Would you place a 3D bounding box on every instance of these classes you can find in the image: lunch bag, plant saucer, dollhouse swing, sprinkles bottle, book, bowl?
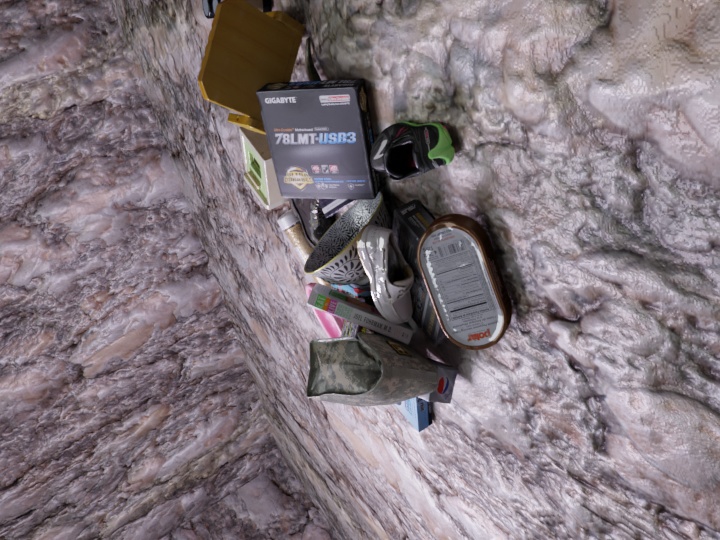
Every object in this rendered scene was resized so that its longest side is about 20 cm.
[{"bbox_3d":[0.024,0.178,1.097,0.196,0.161,0.122,-11,70,42],"label":"lunch bag"},{"bbox_3d":[-0.068,0.114,1.561,0.202,0.050,0.202,54,164,23],"label":"plant saucer"},{"bbox_3d":[-0.219,-0.374,1.122,0.181,0.172,0.206,28,102,56],"label":"dollhouse swing"},{"bbox_3d":[-0.118,-0.051,1.458,0.203,0.068,0.068,59,160,-11],"label":"sprinkles bottle"},{"bbox_3d":[-0.002,0.083,1.155,0.194,0.049,0.134,22,-179,-1],"label":"book"},{"bbox_3d":[-0.003,-0.039,1.130,0.094,0.202,0.200,43,163,-16],"label":"bowl"}]

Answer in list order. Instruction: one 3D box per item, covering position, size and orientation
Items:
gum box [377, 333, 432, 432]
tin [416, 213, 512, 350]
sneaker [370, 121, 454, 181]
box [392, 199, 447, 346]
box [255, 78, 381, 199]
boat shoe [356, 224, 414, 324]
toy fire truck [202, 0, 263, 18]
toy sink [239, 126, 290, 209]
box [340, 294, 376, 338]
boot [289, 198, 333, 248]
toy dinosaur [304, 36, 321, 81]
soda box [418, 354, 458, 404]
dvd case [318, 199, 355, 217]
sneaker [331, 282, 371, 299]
[{"bbox_3d":[0.081,0.227,1.365,0.200,0.044,0.174,44,150,45],"label":"gum box"},{"bbox_3d":[0.150,0.020,0.907,0.109,0.042,0.205,-15,102,33],"label":"tin"},{"bbox_3d":[0.058,-0.177,0.924,0.199,0.082,0.079,8,121,65],"label":"sneaker"},{"bbox_3d":[0.110,0.007,1.053,0.159,0.047,0.203,51,155,31],"label":"box"},{"bbox_3d":[-0.070,-0.226,1.086,0.194,0.050,0.203,5,127,23],"label":"box"},{"bbox_3d":[0.056,0.015,1.028,0.068,0.072,0.203,5,136,35],"label":"boat shoe"},{"bbox_3d":[-0.264,-0.597,1.199,0.175,0.125,0.206,34,133,52],"label":"toy fire truck"},{"bbox_3d":[-0.203,-0.232,1.441,0.131,0.110,0.203,51,156,30],"label":"toy sink"},{"bbox_3d":[-0.010,0.153,1.307,0.160,0.043,0.207,-157,81,-79],"label":"box"},{"bbox_3d":[-0.088,-0.147,1.332,0.202,0.068,0.175,52,149,15],"label":"boot"},{"bbox_3d":[-0.088,-0.310,1.132,0.047,0.086,0.205,-28,-86,-86],"label":"toy dinosaur"},{"bbox_3d":[0.095,0.195,1.200,0.198,0.062,0.071,13,89,53],"label":"soda box"},{"bbox_3d":[-0.066,-0.220,1.212,0.147,0.016,0.205,-22,92,52],"label":"dvd case"},{"bbox_3d":[0.000,0.000,1.260,0.197,0.078,0.099,12,108,49],"label":"sneaker"}]
